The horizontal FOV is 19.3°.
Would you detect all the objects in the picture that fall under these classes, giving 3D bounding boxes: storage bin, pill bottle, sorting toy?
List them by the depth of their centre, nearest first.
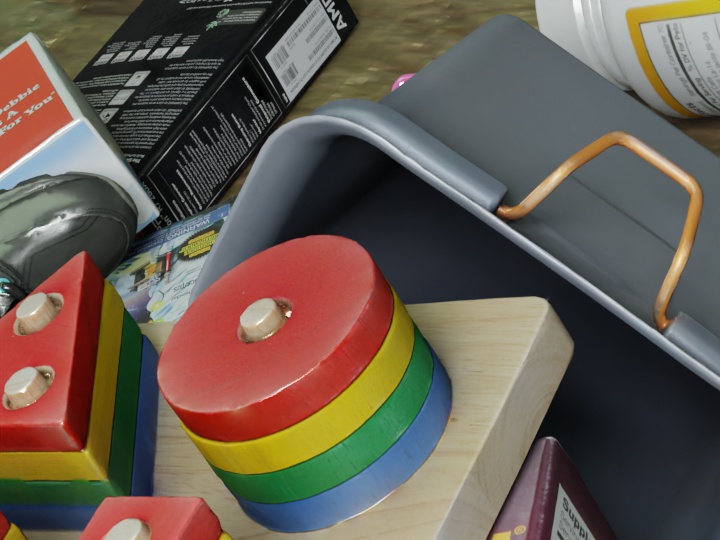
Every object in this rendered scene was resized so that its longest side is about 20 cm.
[{"bbox_3d":[-0.070,0.070,0.588,0.199,0.070,0.199,-5,41,38],"label":"sorting toy"},{"bbox_3d":[0.070,0.003,0.691,0.134,0.200,0.146,-49,-9,-48],"label":"storage bin"},{"bbox_3d":[0.174,-0.121,0.864,0.199,0.109,0.109,-3,41,39],"label":"pill bottle"}]

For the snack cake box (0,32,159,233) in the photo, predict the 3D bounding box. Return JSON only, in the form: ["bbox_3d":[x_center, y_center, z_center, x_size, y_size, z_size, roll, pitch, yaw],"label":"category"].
[{"bbox_3d":[-0.205,-0.013,1.003,0.200,0.067,0.115,-37,32,-1],"label":"snack cake box"}]

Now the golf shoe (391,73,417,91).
[{"bbox_3d":[0.000,0.000,0.862,0.075,0.092,0.200,0,42,38],"label":"golf shoe"}]

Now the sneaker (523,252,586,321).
[{"bbox_3d":[0.052,0.056,0.779,0.200,0.070,0.093,-38,49,-13],"label":"sneaker"}]

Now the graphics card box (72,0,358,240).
[{"bbox_3d":[-0.103,-0.084,1.115,0.125,0.051,0.200,0,45,42],"label":"graphics card box"}]

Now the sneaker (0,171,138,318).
[{"bbox_3d":[-0.172,0.039,0.922,0.200,0.075,0.079,-39,45,1],"label":"sneaker"}]

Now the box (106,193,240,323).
[{"bbox_3d":[-0.134,0.052,0.960,0.199,0.040,0.137,-24,33,14],"label":"box"}]

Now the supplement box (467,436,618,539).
[{"bbox_3d":[0.008,0.150,0.556,0.110,0.086,0.200,-16,35,26],"label":"supplement box"}]
